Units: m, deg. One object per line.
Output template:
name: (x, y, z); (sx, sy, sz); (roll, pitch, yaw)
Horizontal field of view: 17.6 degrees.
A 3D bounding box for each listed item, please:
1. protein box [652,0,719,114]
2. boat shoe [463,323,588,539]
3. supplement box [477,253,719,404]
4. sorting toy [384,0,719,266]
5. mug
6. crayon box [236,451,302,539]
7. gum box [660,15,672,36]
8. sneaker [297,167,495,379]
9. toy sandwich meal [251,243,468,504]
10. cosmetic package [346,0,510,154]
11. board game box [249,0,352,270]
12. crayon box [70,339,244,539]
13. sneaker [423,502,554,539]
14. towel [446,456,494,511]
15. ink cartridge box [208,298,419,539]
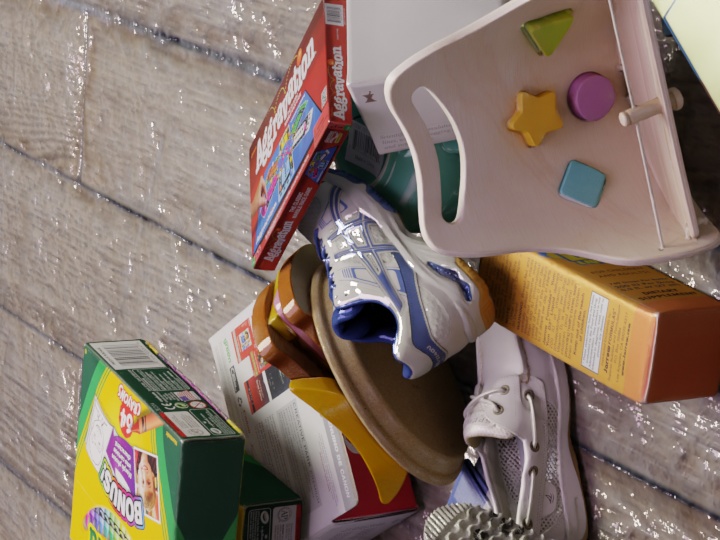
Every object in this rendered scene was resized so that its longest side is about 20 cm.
protein box: (0.285, -0.180, 1.192); (0.199, 0.199, 0.135); (-58, 47, 44)
boat shoe: (0.106, 0.108, 1.648); (0.071, 0.069, 0.201); (-33, 65, 56)
supplement box: (0.157, 0.025, 1.559); (0.200, 0.066, 0.069); (27, 117, 54)
sorting toy: (0.111, -0.093, 1.470); (0.107, 0.180, 0.201); (-137, 31, -70)
mug: (0.053, -0.110, 1.663); (0.185, 0.114, 0.152); (-48, 54, 50)
crayon box: (-0.111, 0.247, 1.884); (0.172, 0.058, 0.201); (33, 124, 58)
gum box: (0.238, -0.255, 1.408); (0.170, 0.044, 0.201); (-12, 85, 59)
sneaker: (0.000, 0.000, 1.621); (0.200, 0.088, 0.075); (36, 159, 40)
toy sandwich meal: (0.001, 0.078, 1.703); (0.070, 0.205, 0.206); (-31, 63, 20)
cosmetic package: (0.051, -0.186, 1.587); (0.081, 0.113, 0.200); (64, -158, -53)
board game box: (-0.044, -0.092, 1.624); (0.200, 0.019, 0.103); (121, 152, -56)
crayon box: (-0.163, 0.171, 1.827); (0.200, 0.058, 0.173); (36, 124, 56)
sneaker: (0.127, 0.242, 1.595); (0.200, 0.070, 0.100); (30, 136, 19)
towel: (0.108, 0.252, 1.711); (0.200, 0.024, 0.147); (57, 141, 40)
ink cartridge box: (-0.030, 0.114, 1.857); (0.176, 0.084, 0.201); (-39, 62, 56)
